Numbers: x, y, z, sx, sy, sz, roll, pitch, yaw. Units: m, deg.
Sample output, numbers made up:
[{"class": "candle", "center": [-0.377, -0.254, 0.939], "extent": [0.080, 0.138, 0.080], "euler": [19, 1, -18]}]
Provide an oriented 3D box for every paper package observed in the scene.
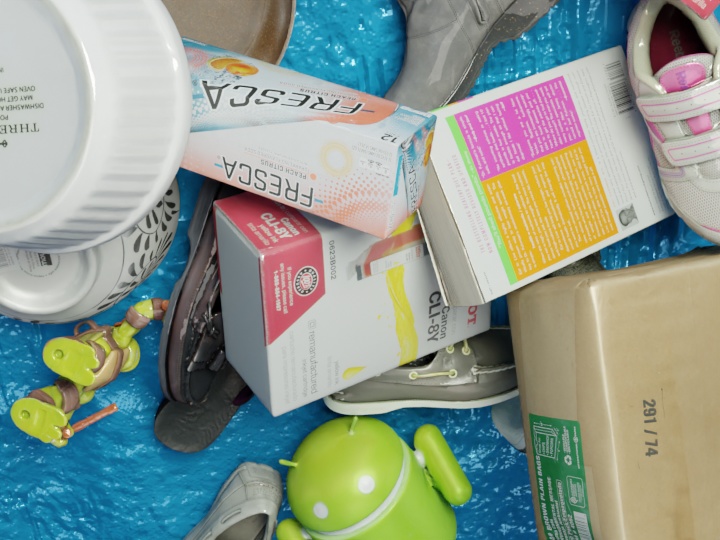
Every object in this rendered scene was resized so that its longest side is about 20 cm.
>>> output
[{"class": "paper package", "center": [0.212, 0.092, 0.778], "extent": [0.189, 0.103, 0.202], "euler": [-9, 92, -26]}]

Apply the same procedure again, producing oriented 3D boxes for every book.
[{"class": "book", "center": [0.129, -0.071, 0.781], "extent": [0.199, 0.048, 0.135], "euler": [-22, 96, -29]}]

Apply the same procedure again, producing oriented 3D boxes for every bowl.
[{"class": "bowl", "center": [-0.235, -0.030, 0.812], "extent": [0.199, 0.094, 0.202], "euler": [-3, 122, -6]}]

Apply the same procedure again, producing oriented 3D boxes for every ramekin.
[{"class": "ramekin", "center": [-0.212, -0.107, 0.682], "extent": [0.201, 0.094, 0.204], "euler": [2, 99, 15]}]

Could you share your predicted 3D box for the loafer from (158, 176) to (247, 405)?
[{"class": "loafer", "center": [-0.105, 0.018, 0.845], "extent": [0.063, 0.072, 0.202], "euler": [20, 106, 19]}]

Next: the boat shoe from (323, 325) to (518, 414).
[{"class": "boat shoe", "center": [0.063, 0.075, 0.929], "extent": [0.200, 0.072, 0.061], "euler": [-8, 128, 2]}]

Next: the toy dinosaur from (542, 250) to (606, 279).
[{"class": "toy dinosaur", "center": [0.183, 0.017, 0.872], "extent": [0.077, 0.102, 0.201], "euler": [-35, 84, 23]}]

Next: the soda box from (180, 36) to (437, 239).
[{"class": "soda box", "center": [-0.053, -0.090, 0.723], "extent": [0.199, 0.064, 0.069], "euler": [20, 123, 18]}]

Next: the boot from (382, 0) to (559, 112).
[{"class": "boot", "center": [0.039, -0.187, 0.772], "extent": [0.131, 0.070, 0.200], "euler": [39, 99, -23]}]

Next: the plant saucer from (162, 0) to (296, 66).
[{"class": "plant saucer", "center": [-0.144, -0.192, 0.758], "extent": [0.198, 0.032, 0.202], "euler": [-3, 123, -5]}]

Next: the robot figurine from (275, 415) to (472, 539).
[{"class": "robot figurine", "center": [0.011, 0.211, 0.980], "extent": [0.175, 0.116, 0.200], "euler": [-33, 123, 4]}]

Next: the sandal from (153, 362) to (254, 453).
[{"class": "sandal", "center": [-0.108, 0.088, 0.929], "extent": [0.075, 0.048, 0.201], "euler": [23, 116, -20]}]

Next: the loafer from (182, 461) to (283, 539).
[{"class": "loafer", "center": [-0.130, 0.267, 1.026], "extent": [0.069, 0.070, 0.201], "euler": [18, 118, -18]}]

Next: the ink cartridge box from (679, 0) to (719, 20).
[{"class": "ink cartridge box", "center": [0.208, -0.294, 0.671], "extent": [0.144, 0.146, 0.200], "euler": [29, 115, -23]}]

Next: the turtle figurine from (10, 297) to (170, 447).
[{"class": "turtle figurine", "center": [-0.202, 0.066, 0.859], "extent": [0.200, 0.161, 0.064], "euler": [-44, 88, 10]}]

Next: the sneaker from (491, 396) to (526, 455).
[{"class": "sneaker", "center": [0.204, 0.169, 0.944], "extent": [0.075, 0.200, 0.115], "euler": [-48, 126, -7]}]

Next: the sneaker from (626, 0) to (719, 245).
[{"class": "sneaker", "center": [0.229, -0.111, 0.763], "extent": [0.081, 0.088, 0.201], "euler": [-23, 79, 21]}]

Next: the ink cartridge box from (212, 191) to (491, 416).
[{"class": "ink cartridge box", "center": [0.000, 0.000, 0.822], "extent": [0.199, 0.083, 0.146], "euler": [-20, 128, -25]}]
